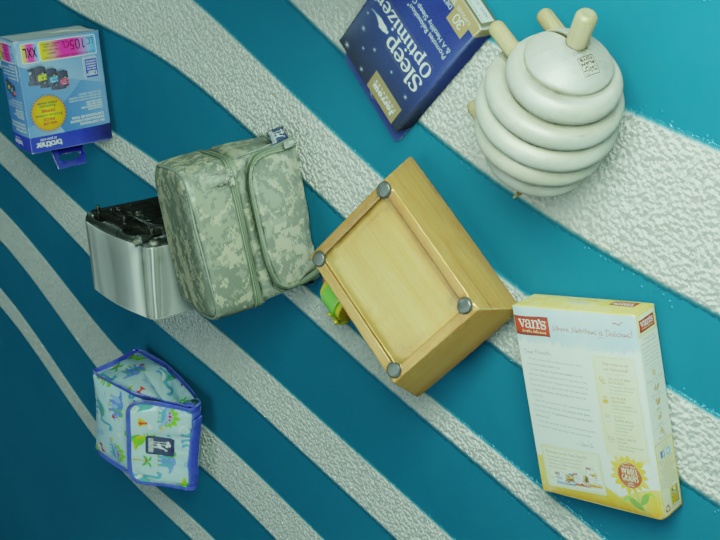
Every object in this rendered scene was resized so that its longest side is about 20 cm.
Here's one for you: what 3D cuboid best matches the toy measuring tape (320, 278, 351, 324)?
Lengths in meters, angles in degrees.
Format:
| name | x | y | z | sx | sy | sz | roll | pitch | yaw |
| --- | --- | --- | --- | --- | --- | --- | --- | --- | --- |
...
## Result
| name | x | y | z | sx | sy | sz | roll | pitch | yaw |
| --- | --- | --- | --- | --- | --- | --- | --- | --- | --- |
| toy measuring tape | 0.000 | 0.000 | 1.138 | 0.074 | 0.073 | 0.201 | 51 | 139 | 22 |

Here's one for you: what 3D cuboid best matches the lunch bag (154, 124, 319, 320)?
| name | x | y | z | sx | sy | sz | roll | pitch | yaw |
| --- | --- | --- | --- | --- | --- | --- | --- | --- | --- |
| lunch bag | -0.141 | -0.060 | 1.204 | 0.139 | 0.166 | 0.202 | 15 | 120 | 60 |

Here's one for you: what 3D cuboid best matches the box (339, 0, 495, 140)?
| name | x | y | z | sx | sy | sz | roll | pitch | yaw |
| --- | --- | --- | --- | --- | --- | --- | --- | --- | --- |
| box | 0.046 | -0.228 | 1.008 | 0.122 | 0.032 | 0.200 | 59 | 142 | 12 |

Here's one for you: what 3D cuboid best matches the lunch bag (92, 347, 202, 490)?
| name | x | y | z | sx | sy | sz | roll | pitch | yaw |
| --- | --- | --- | --- | --- | --- | --- | --- | --- | --- |
| lunch bag | -0.340 | 0.252 | 1.636 | 0.199 | 0.127 | 0.172 | 22 | 122 | 28 |

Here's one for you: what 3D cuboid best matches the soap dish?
| name | x | y | z | sx | sy | sz | roll | pitch | yaw |
| --- | --- | --- | --- | --- | --- | --- | --- | --- | --- |
| soap dish | 0.048 | 0.008 | 1.039 | 0.157 | 0.081 | 0.201 | -43 | 71 | 27 |

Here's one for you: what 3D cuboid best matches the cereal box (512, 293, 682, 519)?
| name | x | y | z | sx | sy | sz | roll | pitch | yaw |
| --- | --- | --- | --- | --- | --- | --- | --- | --- | --- |
| cereal box | 0.224 | 0.125 | 0.950 | 0.143 | 0.039 | 0.202 | 5 | 110 | 49 |

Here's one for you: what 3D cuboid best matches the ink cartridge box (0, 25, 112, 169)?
| name | x | y | z | sx | sy | sz | roll | pitch | yaw |
| --- | --- | --- | --- | --- | --- | --- | --- | --- | --- |
| ink cartridge box | -0.461 | -0.261 | 1.521 | 0.076 | 0.136 | 0.202 | 27 | 126 | 47 |

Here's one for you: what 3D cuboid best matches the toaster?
| name | x | y | z | sx | sy | sz | roll | pitch | yaw |
| --- | --- | --- | --- | --- | --- | --- | --- | --- | --- |
| toaster | -0.261 | -0.027 | 1.340 | 0.180 | 0.199 | 0.120 | 19 | 117 | 44 |

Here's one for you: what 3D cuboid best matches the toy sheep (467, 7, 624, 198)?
| name | x | y | z | sx | sy | sz | roll | pitch | yaw |
| --- | --- | --- | --- | --- | --- | --- | --- | --- | --- |
| toy sheep | 0.157 | -0.139 | 0.837 | 0.138 | 0.137 | 0.201 | 48 | 156 | 25 |
